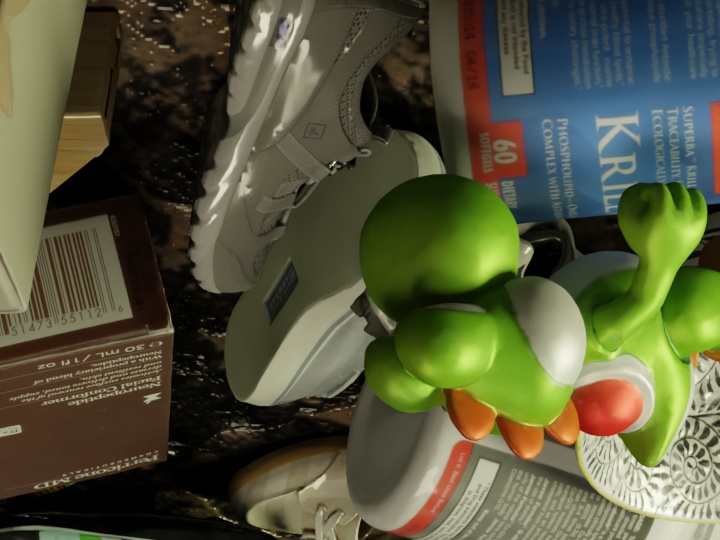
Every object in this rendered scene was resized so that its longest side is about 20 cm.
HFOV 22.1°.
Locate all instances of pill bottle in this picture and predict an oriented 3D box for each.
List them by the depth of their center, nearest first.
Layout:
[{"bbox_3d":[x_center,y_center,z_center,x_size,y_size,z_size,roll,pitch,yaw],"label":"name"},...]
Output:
[{"bbox_3d":[0.132,-0.082,0.746,0.198,0.113,0.113,-6,142,10],"label":"pill bottle"},{"bbox_3d":[0.102,0.104,0.981,0.199,0.117,0.116,19,139,-21],"label":"pill bottle"}]

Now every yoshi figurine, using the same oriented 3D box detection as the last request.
[{"bbox_3d":[0.074,0.005,0.718,0.199,0.112,0.113,-3,118,-46],"label":"yoshi figurine"}]

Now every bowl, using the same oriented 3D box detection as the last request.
[{"bbox_3d":[0.193,0.031,0.894,0.199,0.095,0.201,-5,142,-4],"label":"bowl"}]

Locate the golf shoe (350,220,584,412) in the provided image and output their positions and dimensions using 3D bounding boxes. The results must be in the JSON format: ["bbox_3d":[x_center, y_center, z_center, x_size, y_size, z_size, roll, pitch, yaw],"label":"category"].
[{"bbox_3d":[0.082,0.019,0.865,0.088,0.077,0.200,-42,160,22],"label":"golf shoe"}]

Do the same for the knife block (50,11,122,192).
[{"bbox_3d":[-0.226,-0.075,0.806,0.175,0.064,0.199,30,135,-33],"label":"knife block"}]

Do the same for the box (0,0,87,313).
[{"bbox_3d":[-0.160,-0.083,0.682,0.094,0.201,0.078,-3,142,7],"label":"box"}]

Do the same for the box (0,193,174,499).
[{"bbox_3d":[-0.146,0.043,0.892,0.099,0.075,0.200,-13,161,-11],"label":"box"}]

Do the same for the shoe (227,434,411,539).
[{"bbox_3d":[0.018,0.133,1.072,0.198,0.054,0.070,-6,141,9],"label":"shoe"}]

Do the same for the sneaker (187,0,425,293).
[{"bbox_3d":[-0.028,-0.054,0.815,0.081,0.075,0.201,11,140,-9],"label":"sneaker"}]

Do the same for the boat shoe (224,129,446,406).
[{"bbox_3d":[0.000,0.001,0.904,0.071,0.070,0.201,3,146,-30],"label":"boat shoe"}]

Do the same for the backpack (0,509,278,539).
[{"bbox_3d":[-0.138,0.212,1.093,0.199,0.152,0.177,0,166,-26],"label":"backpack"}]

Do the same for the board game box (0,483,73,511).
[{"bbox_3d":[-0.264,0.083,1.047,0.104,0.024,0.200,-21,137,29],"label":"board game box"}]
